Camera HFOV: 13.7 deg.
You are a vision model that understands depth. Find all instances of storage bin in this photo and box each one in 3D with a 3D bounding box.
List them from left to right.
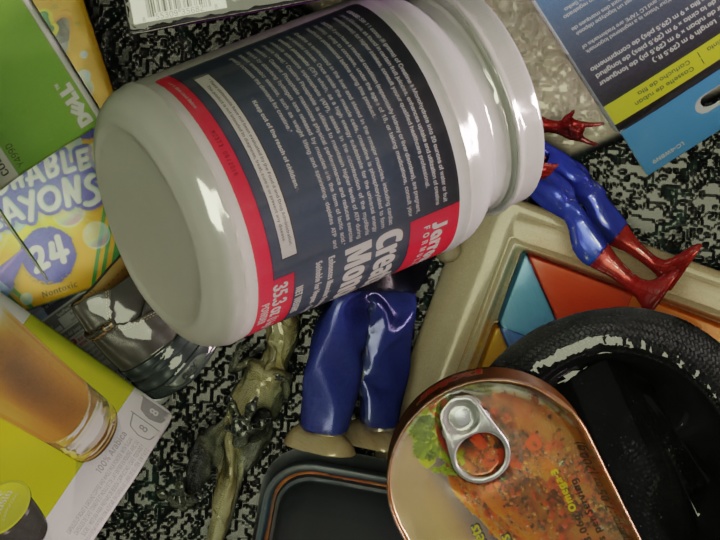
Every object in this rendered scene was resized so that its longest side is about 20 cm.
[{"bbox_3d":[-0.022,0.215,1.644,0.145,0.134,0.201,11,107,2],"label":"storage bin"}]

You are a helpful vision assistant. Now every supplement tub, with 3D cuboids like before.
[{"bbox_3d":[-0.022,-0.057,1.518,0.200,0.140,0.141,-23,98,-23],"label":"supplement tub"}]

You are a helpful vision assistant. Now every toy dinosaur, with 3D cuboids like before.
[{"bbox_3d":[-0.074,0.099,1.668,0.047,0.088,0.200,23,98,9],"label":"toy dinosaur"}]

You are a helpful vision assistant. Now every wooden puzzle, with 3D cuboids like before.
[{"bbox_3d":[0.126,0.072,1.683,0.200,0.037,0.185,20,99,-1],"label":"wooden puzzle"}]

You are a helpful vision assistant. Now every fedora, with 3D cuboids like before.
[{"bbox_3d":[0.137,0.110,1.628,0.200,0.092,0.201,-1,104,-3],"label":"fedora"}]

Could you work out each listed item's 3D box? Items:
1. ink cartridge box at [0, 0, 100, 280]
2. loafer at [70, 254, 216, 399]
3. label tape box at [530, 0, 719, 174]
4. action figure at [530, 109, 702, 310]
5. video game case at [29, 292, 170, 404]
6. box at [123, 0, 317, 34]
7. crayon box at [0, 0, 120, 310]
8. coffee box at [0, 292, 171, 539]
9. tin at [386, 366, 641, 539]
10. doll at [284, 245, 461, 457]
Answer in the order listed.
[{"bbox_3d":[-0.189,-0.106,1.498,0.076,0.200,0.148,-33,127,-4],"label":"ink cartridge box"},{"bbox_3d":[-0.085,-0.029,1.614,0.072,0.073,0.200,41,56,-22],"label":"loafer"},{"bbox_3d":[0.164,-0.168,1.623,0.143,0.066,0.200,-33,130,6],"label":"label tape box"},{"bbox_3d":[0.098,-0.060,1.644,0.200,0.065,0.052,37,127,6],"label":"action figure"},{"bbox_3d":[-0.239,0.055,1.701,0.200,0.023,0.182,-35,96,7],"label":"video game case"},{"bbox_3d":[-0.045,-0.156,1.574,0.143,0.200,0.036,-10,95,3],"label":"box"},{"bbox_3d":[-0.197,-0.079,1.647,0.125,0.052,0.200,-19,93,-8],"label":"crayon box"},{"bbox_3d":[-0.257,0.132,1.566,0.198,0.200,0.200,36,131,-3],"label":"coffee box"},{"bbox_3d":[0.087,0.144,1.567,0.112,0.042,0.200,-26,104,0],"label":"tin"},{"bbox_3d":[0.000,0.000,1.635,0.136,0.048,0.201,0,100,-43],"label":"doll"}]
